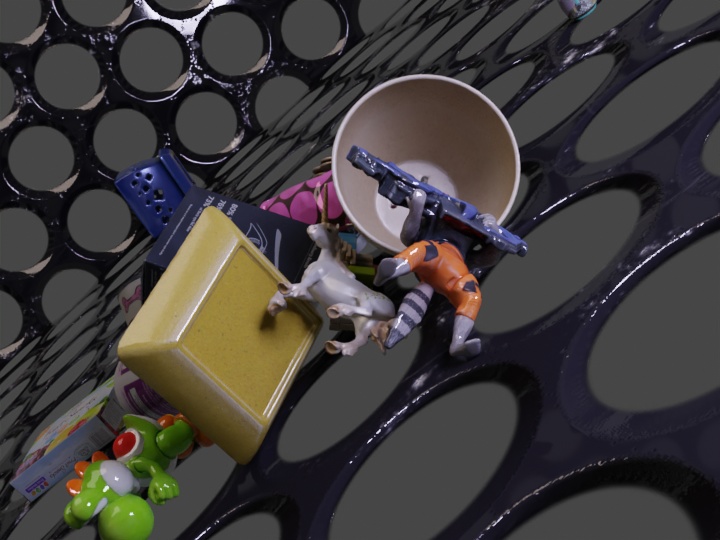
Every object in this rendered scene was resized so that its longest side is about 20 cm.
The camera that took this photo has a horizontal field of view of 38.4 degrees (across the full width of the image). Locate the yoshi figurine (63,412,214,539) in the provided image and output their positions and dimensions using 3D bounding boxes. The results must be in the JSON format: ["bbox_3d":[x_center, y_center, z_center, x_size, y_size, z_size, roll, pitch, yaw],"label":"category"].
[{"bbox_3d":[-0.240,0.241,1.161,0.111,0.113,0.200,18,32,25],"label":"yoshi figurine"}]

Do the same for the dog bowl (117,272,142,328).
[{"bbox_3d":[-0.234,0.059,1.436,0.199,0.199,0.074,-28,62,38],"label":"dog bowl"}]

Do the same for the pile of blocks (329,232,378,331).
[{"bbox_3d":[0.000,0.000,1.213,0.200,0.061,0.083,-89,4,-66],"label":"pile of blocks"}]

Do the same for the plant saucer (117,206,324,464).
[{"bbox_3d":[-0.126,0.066,1.074,0.048,0.200,0.201,-9,44,45],"label":"plant saucer"}]

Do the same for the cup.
[{"bbox_3d":[0.068,-0.095,1.148,0.200,0.200,0.143,-44,-9,-9],"label":"cup"}]

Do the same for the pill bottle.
[{"bbox_3d":[-0.225,0.124,1.347,0.199,0.112,0.113,-28,21,40],"label":"pill bottle"}]

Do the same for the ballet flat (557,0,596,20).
[{"bbox_3d":[0.334,-0.450,1.617,0.072,0.072,0.201,-34,17,22],"label":"ballet flat"}]

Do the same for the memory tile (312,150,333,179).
[{"bbox_3d":[0.023,-0.155,1.461,0.152,0.017,0.200,-1,-8,-19],"label":"memory tile"}]

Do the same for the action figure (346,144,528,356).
[{"bbox_3d":[0.052,-0.023,0.980,0.105,0.199,0.194,-55,6,32],"label":"action figure"}]

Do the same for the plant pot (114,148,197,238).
[{"bbox_3d":[-0.575,-0.234,2.973,0.179,0.201,0.200,-34,15,-2],"label":"plant pot"}]

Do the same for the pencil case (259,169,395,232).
[{"bbox_3d":[-0.045,-0.076,1.329,0.199,0.090,0.095,-21,70,41],"label":"pencil case"}]

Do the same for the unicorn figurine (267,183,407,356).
[{"bbox_3d":[-0.027,0.017,1.077,0.137,0.200,0.074,-25,-24,-50],"label":"unicorn figurine"}]

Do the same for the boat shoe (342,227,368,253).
[{"bbox_3d":[-0.073,0.004,1.402,0.200,0.057,0.069,-47,17,-18],"label":"boat shoe"}]

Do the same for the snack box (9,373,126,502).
[{"bbox_3d":[-0.442,0.256,1.617,0.199,0.053,0.142,-37,15,17],"label":"snack box"}]

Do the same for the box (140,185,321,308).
[{"bbox_3d":[-0.146,0.006,1.258,0.105,0.198,0.149,104,-173,-46],"label":"box"}]
